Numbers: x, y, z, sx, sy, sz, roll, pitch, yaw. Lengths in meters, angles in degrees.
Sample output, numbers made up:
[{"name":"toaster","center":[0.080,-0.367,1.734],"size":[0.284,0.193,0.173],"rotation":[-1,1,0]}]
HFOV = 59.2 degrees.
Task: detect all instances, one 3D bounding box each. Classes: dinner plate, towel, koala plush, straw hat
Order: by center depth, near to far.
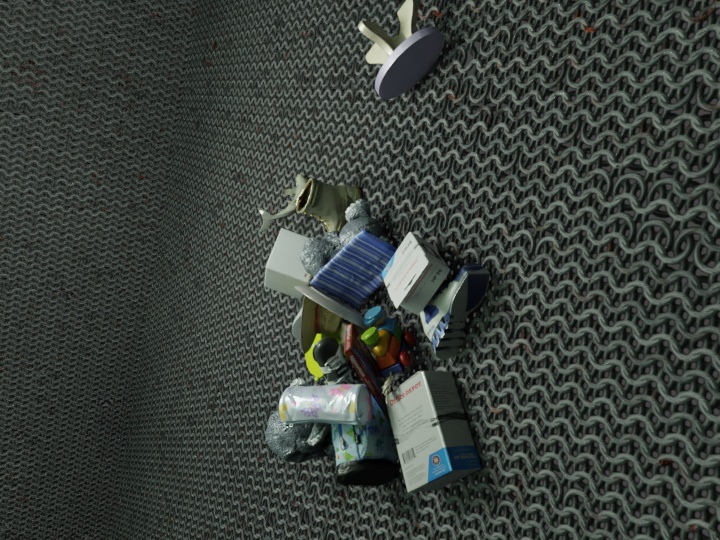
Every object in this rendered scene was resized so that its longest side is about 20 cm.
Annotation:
[{"name":"dinner plate","center":[-0.058,0.078,1.428],"size":[0.200,0.200,0.024],"rotation":[30,91,55]},{"name":"towel","center":[0.000,0.000,1.440],"size":[0.200,0.144,0.024],"rotation":[-44,33,29]},{"name":"koala plush","center":[-0.127,0.357,1.499],"size":[0.178,0.183,0.200],"rotation":[66,156,22]},{"name":"koala plush","center":[-0.024,-0.055,1.512],"size":[0.200,0.183,0.178],"rotation":[-36,64,24]},{"name":"straw hat","center":[-0.085,0.109,1.572],"size":[0.201,0.085,0.202],"rotation":[5,-90,-83]}]

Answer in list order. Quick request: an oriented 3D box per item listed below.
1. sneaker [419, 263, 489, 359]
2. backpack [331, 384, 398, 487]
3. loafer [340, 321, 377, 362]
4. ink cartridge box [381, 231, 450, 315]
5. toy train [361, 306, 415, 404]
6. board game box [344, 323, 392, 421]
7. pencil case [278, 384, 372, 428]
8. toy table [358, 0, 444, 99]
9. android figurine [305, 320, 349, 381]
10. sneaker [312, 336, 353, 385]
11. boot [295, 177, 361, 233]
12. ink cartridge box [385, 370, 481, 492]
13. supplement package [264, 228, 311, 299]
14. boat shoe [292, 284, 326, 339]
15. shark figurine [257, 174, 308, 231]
[{"name":"sneaker","center":[0.168,0.064,1.260],"size":[0.115,0.080,0.200],"rotation":[47,125,47]},{"name":"backpack","center":[0.006,0.356,1.402],"size":[0.154,0.163,0.201],"rotation":[-42,47,23]},{"name":"loafer","center":[0.006,0.184,1.500],"size":[0.200,0.075,0.069],"rotation":[-139,60,-62]},{"name":"ink cartridge box","center":[0.112,0.010,1.280],"size":[0.116,0.068,0.200],"rotation":[-57,15,14]},{"name":"toy train","center":[0.044,0.169,1.321],"size":[0.084,0.116,0.200],"rotation":[-28,22,26]},{"name":"board game box","center":[0.022,0.218,1.357],"size":[0.019,0.200,0.103],"rotation":[-26,22,11]},{"name":"pencil case","center":[-0.074,0.286,1.339],"size":[0.199,0.091,0.083],"rotation":[-8,120,23]},{"name":"toy table","center":[0.086,-0.495,1.412],"size":[0.200,0.183,0.118],"rotation":[-38,70,33]},{"name":"android figurine","center":[-0.087,0.199,1.661],"size":[0.182,0.041,0.201],"rotation":[51,123,47]},{"name":"sneaker","center":[-0.054,0.243,1.526],"size":[0.088,0.074,0.201],"rotation":[42,159,45]},{"name":"boot","center":[-0.097,-0.135,1.632],"size":[0.072,0.154,0.201],"rotation":[47,123,50]},{"name":"ink cartridge box","center":[0.139,0.318,1.256],"size":[0.146,0.084,0.201],"rotation":[-45,48,44]},{"name":"supplement package","center":[-0.184,-0.014,1.694],"size":[0.200,0.116,0.118],"rotation":[126,164,-72]},{"name":"boat shoe","center":[-0.139,0.101,1.743],"size":[0.066,0.070,0.201],"rotation":[-87,13,-57]},{"name":"shark figurine","center":[-0.191,-0.181,1.838],"size":[0.128,0.215,0.090],"rotation":[24,148,27]}]
